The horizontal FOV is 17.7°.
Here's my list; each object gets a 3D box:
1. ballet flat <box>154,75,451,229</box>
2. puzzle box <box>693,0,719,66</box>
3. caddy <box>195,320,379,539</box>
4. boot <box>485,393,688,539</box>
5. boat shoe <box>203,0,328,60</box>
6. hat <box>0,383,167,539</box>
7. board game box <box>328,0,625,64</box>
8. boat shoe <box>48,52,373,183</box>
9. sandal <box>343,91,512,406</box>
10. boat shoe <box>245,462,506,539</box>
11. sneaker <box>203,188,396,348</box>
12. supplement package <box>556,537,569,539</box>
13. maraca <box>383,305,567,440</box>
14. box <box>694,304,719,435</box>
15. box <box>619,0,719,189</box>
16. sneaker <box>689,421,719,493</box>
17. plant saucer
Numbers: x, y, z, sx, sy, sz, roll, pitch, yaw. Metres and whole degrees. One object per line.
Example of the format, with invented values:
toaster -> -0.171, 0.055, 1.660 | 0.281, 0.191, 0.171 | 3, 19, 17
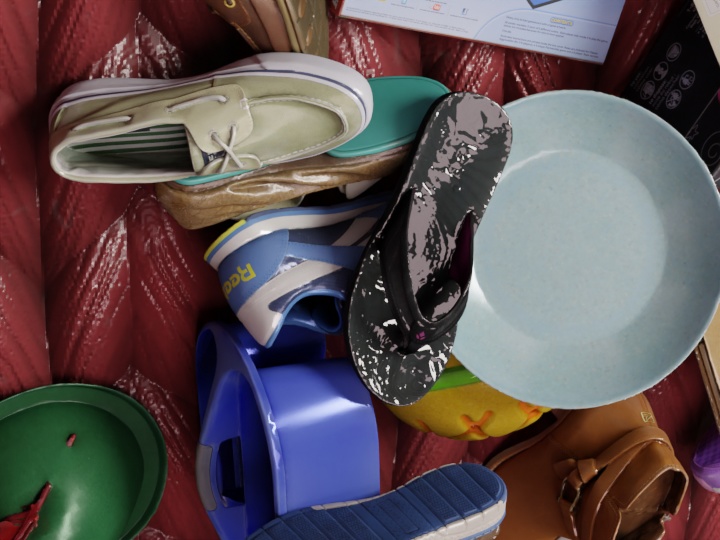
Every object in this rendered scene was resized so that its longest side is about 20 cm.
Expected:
ballet flat -> -0.034, -0.068, 1.471 | 0.199, 0.068, 0.073 | -18, 145, -12
puzzle box -> 0.258, -0.212, 1.421 | 0.133, 0.201, 0.025 | -23, 173, 21
caddy -> -0.060, 0.121, 1.523 | 0.104, 0.141, 0.201 | -15, 124, -21
boot -> 0.151, 0.172, 1.635 | 0.073, 0.155, 0.201 | 8, 116, -28
boat shoe -> -0.071, -0.187, 1.382 | 0.067, 0.072, 0.200 | -7, 138, 19
hat -> -0.195, 0.193, 1.482 | 0.199, 0.176, 0.166 | -30, 127, -4
board game box -> 0.084, -0.195, 1.460 | 0.199, 0.019, 0.103 | 7, 113, -28
boat shoe -> -0.091, -0.082, 1.391 | 0.199, 0.062, 0.072 | -6, 130, 8
sandal -> 0.042, -0.013, 1.430 | 0.075, 0.048, 0.202 | 15, 93, -17
boat shoe -> 0.007, 0.188, 1.465 | 0.199, 0.072, 0.073 | -14, 126, -25
sneaker -> 0.000, 0.000, 1.492 | 0.199, 0.083, 0.074 | -12, 156, -24
supplement package -> 0.163, 0.318, 1.732 | 0.200, 0.152, 0.151 | -36, 127, 1
maraca -> 0.101, 0.054, 1.558 | 0.199, 0.137, 0.108 | -14, 98, -9
box -> 0.320, 0.013, 1.639 | 0.199, 0.021, 0.164 | -22, 100, -19
box -> 0.290, -0.148, 1.515 | 0.114, 0.132, 0.200 | 24, 107, -35
sneaker -> 0.309, 0.075, 1.700 | 0.200, 0.080, 0.088 | -45, 120, 1
plant saucer -> 0.133, -0.014, 1.478 | 0.200, 0.039, 0.202 | 0, 92, 2
